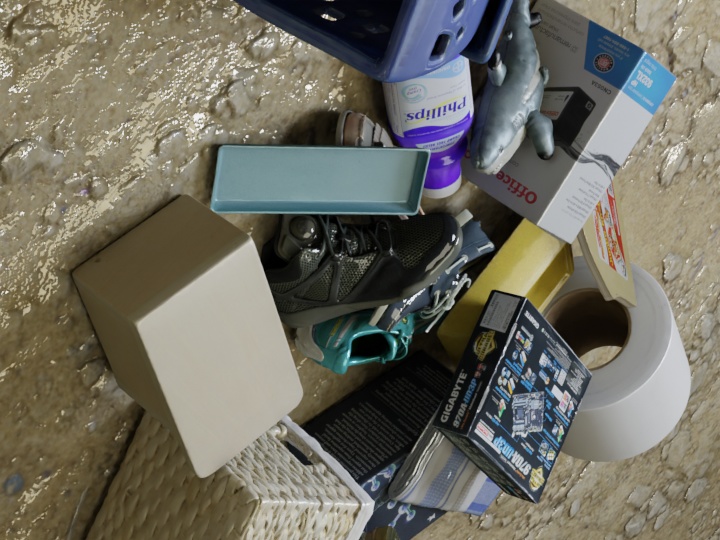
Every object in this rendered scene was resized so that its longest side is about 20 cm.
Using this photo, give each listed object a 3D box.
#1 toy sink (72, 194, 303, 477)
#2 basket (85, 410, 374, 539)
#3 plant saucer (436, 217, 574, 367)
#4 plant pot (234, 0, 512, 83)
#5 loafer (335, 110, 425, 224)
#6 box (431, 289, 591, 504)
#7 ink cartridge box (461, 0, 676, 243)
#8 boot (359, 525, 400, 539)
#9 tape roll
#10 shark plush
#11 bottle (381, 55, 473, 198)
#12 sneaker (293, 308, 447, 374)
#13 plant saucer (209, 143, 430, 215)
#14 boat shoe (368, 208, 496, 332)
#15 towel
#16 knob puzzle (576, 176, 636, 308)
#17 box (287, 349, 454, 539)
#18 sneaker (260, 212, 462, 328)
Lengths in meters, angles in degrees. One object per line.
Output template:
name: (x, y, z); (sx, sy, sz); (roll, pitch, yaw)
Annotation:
toy sink: (-0.151, 0.058, 1.488); (0.130, 0.112, 0.201); (-37, 134, -22)
basket: (-0.132, 0.245, 1.609); (0.160, 0.198, 0.201); (9, 113, -47)
plant saucer: (0.172, 0.024, 1.843); (0.200, 0.048, 0.200); (-51, 164, -5)
plant pot: (0.033, -0.277, 1.355); (0.179, 0.200, 0.201); (-10, 126, -52)
loafer: (0.027, -0.084, 1.606); (0.200, 0.062, 0.072); (68, 30, -55)
box: (0.163, 0.135, 1.766); (0.200, 0.046, 0.160); (44, 66, -51)
ink cartridge box: (0.196, -0.151, 1.689); (0.084, 0.145, 0.201); (23, 101, -55)
boot: (-0.035, 0.347, 1.793); (0.066, 0.199, 0.176); (-69, 142, -57)
tape roll: (0.273, 0.102, 1.949); (0.203, 0.202, 0.139); (-46, 145, -11)
shark plush: (0.149, -0.188, 1.621); (0.083, 0.091, 0.201); (16, 93, -55)
bottle: (0.065, -0.154, 1.597); (0.083, 0.065, 0.201); (-15, 137, -6)
sneaker: (0.022, 0.065, 1.730); (0.199, 0.080, 0.078); (-18, 133, -41)
plant saucer: (-0.037, -0.084, 1.519); (0.199, 0.019, 0.070); (-1, 123, -20)
boat shoe: (0.075, 0.010, 1.709); (0.075, 0.062, 0.200); (-48, 177, 39)
towel: (0.119, 0.199, 1.821); (0.200, 0.024, 0.147); (22, 102, -55)
knob puzzle: (0.246, -0.062, 1.832); (0.219, 0.030, 0.221); (-13, 90, -68)
box: (0.031, 0.210, 1.841); (0.199, 0.107, 0.149); (-32, 140, -27)
sneaker: (-0.007, -0.020, 1.575); (0.198, 0.077, 0.114); (-17, 140, 14)
